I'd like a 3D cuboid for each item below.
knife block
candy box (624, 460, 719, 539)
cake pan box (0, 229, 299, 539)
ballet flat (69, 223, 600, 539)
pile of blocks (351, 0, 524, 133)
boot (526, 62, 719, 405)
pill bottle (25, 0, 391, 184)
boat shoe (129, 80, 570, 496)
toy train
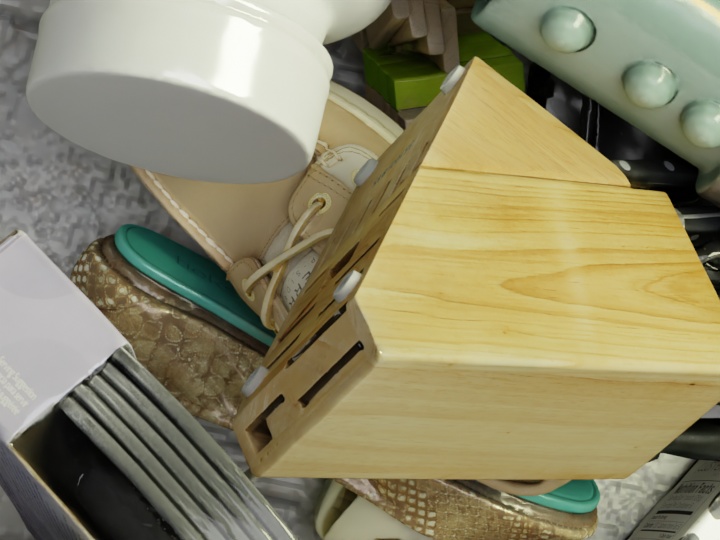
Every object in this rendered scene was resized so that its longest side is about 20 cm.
[{"bbox_3d":[0.071,0.029,0.815,0.176,0.064,0.200,38,36,-8],"label":"knife block"},{"bbox_3d":[0.127,0.185,0.935,0.168,0.072,0.200,44,79,-4],"label":"candy box"},{"bbox_3d":[-0.050,0.096,0.819,0.052,0.200,0.184,-41,68,-12],"label":"cake pan box"},{"bbox_3d":[-0.015,0.055,0.933,0.200,0.071,0.065,29,108,-4],"label":"ballet flat"},{"bbox_3d":[0.028,-0.110,0.938,0.062,0.082,0.200,-10,86,-11],"label":"pile of blocks"},{"bbox_3d":[0.138,-0.049,0.953,0.158,0.079,0.211,9,91,-4],"label":"boot"},{"bbox_3d":[-0.037,-0.136,0.848,0.119,0.120,0.200,14,73,-9],"label":"pill bottle"},{"bbox_3d":[0.000,0.000,0.883,0.200,0.069,0.074,35,118,2],"label":"boat shoe"},{"bbox_3d":[0.107,-0.087,0.849,0.200,0.085,0.114,33,46,-10],"label":"toy train"}]
